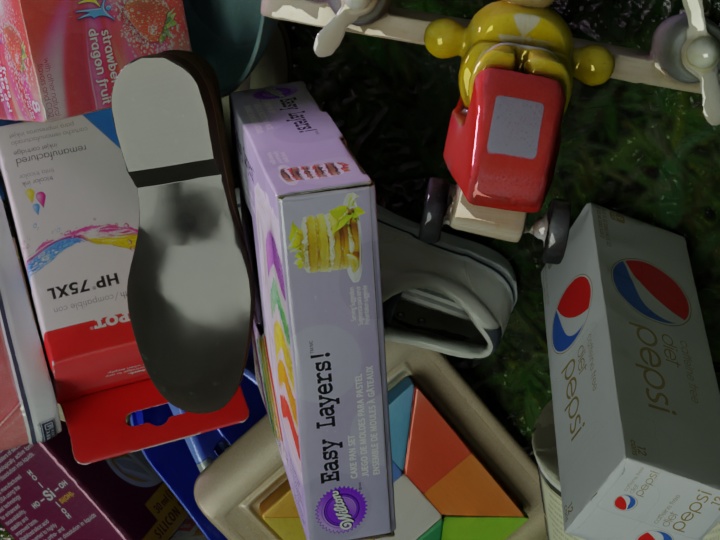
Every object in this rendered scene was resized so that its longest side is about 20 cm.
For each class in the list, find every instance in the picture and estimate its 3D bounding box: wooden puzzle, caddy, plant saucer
[{"bbox_3d":[0.019,0.156,0.880,0.185,0.037,0.200,-41,105,1],"label":"wooden puzzle"},{"bbox_3d":[-0.075,0.129,0.944,0.141,0.105,0.201,-29,102,36],"label":"caddy"},{"bbox_3d":[-0.091,-0.200,0.759,0.200,0.036,0.202,35,134,46],"label":"plant saucer"}]

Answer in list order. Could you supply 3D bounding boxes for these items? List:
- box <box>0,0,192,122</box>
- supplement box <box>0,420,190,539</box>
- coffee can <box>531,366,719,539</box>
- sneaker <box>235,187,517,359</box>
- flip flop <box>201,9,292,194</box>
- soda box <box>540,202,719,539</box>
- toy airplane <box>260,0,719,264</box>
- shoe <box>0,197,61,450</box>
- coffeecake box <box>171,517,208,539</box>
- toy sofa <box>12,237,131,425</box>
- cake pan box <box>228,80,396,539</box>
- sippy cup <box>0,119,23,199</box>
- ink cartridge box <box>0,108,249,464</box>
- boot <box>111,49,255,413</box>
[{"bbox_3d":[-0.171,-0.193,0.761,0.094,0.102,0.202,12,115,56],"label":"box"},{"bbox_3d":[-0.216,0.127,1.005,0.103,0.131,0.200,-36,99,36],"label":"supplement box"},{"bbox_3d":[0.187,0.178,0.810,0.145,0.146,0.202,3,120,26],"label":"coffee can"},{"bbox_3d":[0.000,0.000,0.820,0.198,0.071,0.074,14,129,2],"label":"sneaker"},{"bbox_3d":[-0.078,-0.075,0.855,0.080,0.058,0.202,14,124,20],"label":"flip flop"},{"bbox_3d":[0.145,0.054,0.720,0.068,0.201,0.064,19,128,-13],"label":"soda box"},{"bbox_3d":[0.079,-0.115,0.664,0.199,0.199,0.142,42,140,36],"label":"toy airplane"},{"bbox_3d":[-0.246,0.018,0.794,0.072,0.090,0.202,112,140,-61],"label":"shoe"},{"bbox_3d":[-0.137,0.272,1.004,0.152,0.200,0.074,-7,116,31],"label":"coffeecake box"},{"bbox_3d":[-0.230,0.030,0.886,0.198,0.083,0.098,19,150,6],"label":"toy sofa"},{"bbox_3d":[-0.028,0.012,0.703,0.052,0.200,0.186,-6,113,-10],"label":"cake pan box"},{"bbox_3d":[-0.260,-0.121,0.887,0.178,0.139,0.131,43,160,57],"label":"sippy cup"},{"bbox_3d":[-0.143,0.003,0.812,0.067,0.115,0.202,111,142,-63],"label":"ink cartridge box"},{"bbox_3d":[-0.089,-0.022,0.744,0.073,0.075,0.202,-1,105,11],"label":"boot"}]
